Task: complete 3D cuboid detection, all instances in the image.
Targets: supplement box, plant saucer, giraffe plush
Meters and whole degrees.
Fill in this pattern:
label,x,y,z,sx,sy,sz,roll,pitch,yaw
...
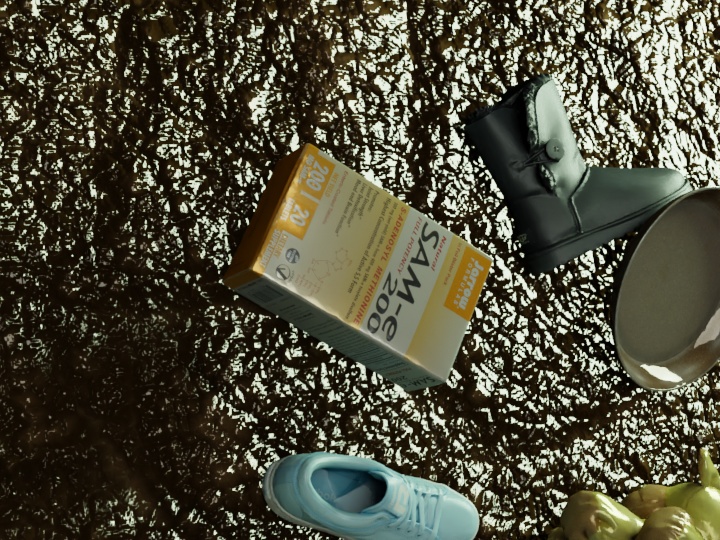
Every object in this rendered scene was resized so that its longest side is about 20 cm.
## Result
label,x,y,z,sx,sy,sz,roll,pitch,yaw
supplement box,0.000,0.000,1.269,0.199,0.073,0.127,30,68,-18
plant saucer,0.300,0.015,1.397,0.199,0.032,0.202,-17,119,-33
giraffe plush,0.274,0.244,1.318,0.199,0.173,0.162,26,40,11

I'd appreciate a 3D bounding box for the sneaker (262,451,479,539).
label,x,y,z,sx,sy,sz,roll,pitch,yaw
sneaker,0.021,0.197,1.233,0.199,0.082,0.075,13,74,-23

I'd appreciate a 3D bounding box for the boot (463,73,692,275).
label,x,y,z,sx,sy,sz,roll,pitch,yaw
boot,0.205,-0.108,1.392,0.199,0.076,0.169,-24,94,-22
